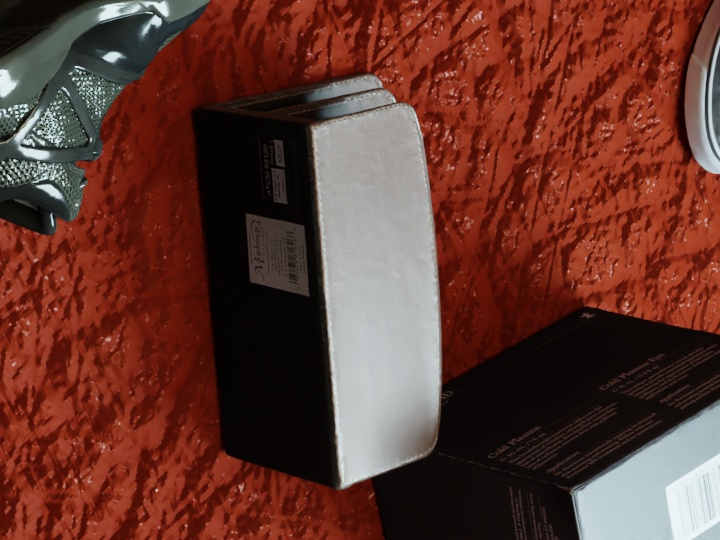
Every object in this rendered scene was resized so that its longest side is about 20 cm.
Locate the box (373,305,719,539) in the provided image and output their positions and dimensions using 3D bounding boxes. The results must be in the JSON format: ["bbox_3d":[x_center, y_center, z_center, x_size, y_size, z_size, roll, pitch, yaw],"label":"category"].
[{"bbox_3d":[0.139,0.116,1.462,0.199,0.181,0.105,-26,114,-33],"label":"box"}]

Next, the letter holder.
[{"bbox_3d":[0.000,0.000,1.378,0.141,0.100,0.202,-16,108,-39],"label":"letter holder"}]

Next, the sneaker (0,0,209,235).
[{"bbox_3d":[-0.150,-0.094,1.256,0.199,0.076,0.115,-40,145,-46],"label":"sneaker"}]

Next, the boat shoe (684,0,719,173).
[{"bbox_3d":[0.271,-0.157,1.597,0.072,0.068,0.201,27,80,-39],"label":"boat shoe"}]
